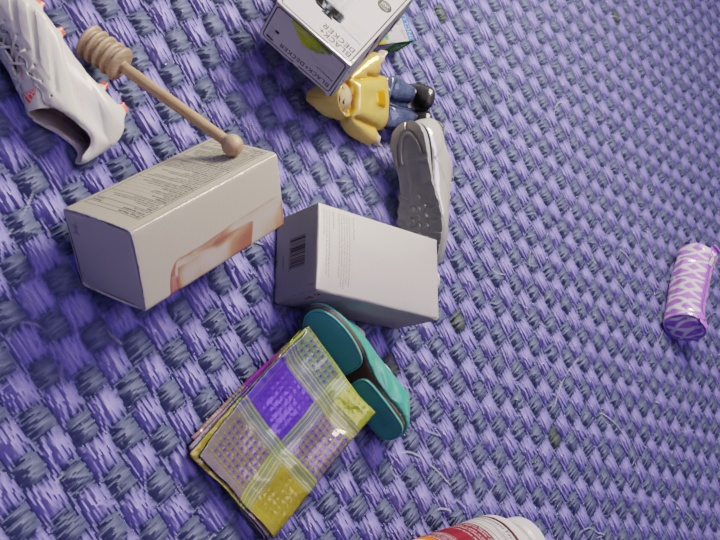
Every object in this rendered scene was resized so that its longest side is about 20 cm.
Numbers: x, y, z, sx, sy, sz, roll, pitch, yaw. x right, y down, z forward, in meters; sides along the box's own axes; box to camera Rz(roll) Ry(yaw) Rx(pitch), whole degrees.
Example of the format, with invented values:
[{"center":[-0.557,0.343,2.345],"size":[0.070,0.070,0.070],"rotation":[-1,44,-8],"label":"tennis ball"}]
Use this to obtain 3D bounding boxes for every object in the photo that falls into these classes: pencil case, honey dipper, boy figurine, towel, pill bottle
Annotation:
[{"center":[0.631,0.038,1.620],"size":[0.084,0.085,0.201],"rotation":[44,52,-26],"label":"pencil case"},{"center":[-0.201,-0.179,0.868],"size":[0.199,0.038,0.038],"rotation":[36,50,6],"label":"honey dipper"},{"center":[0.013,-0.229,1.121],"size":[0.199,0.064,0.126],"rotation":[0,101,-48],"label":"boy figurine"},{"center":[-0.080,0.175,0.928],"size":[0.200,0.023,0.144],"rotation":[-45,108,-31],"label":"towel"},{"center":[0.138,0.363,1.033],"size":[0.198,0.112,0.115],"rotation":[-1,78,-43],"label":"pill bottle"}]

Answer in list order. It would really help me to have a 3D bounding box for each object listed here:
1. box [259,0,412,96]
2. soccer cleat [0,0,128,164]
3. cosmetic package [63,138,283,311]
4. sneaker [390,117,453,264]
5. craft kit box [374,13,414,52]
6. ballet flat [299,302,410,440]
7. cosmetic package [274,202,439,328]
[{"center":[-0.021,-0.319,1.052],"size":[0.116,0.060,0.201],"rotation":[41,52,-5],"label":"box"},{"center":[-0.309,-0.193,0.816],"size":[0.200,0.069,0.078],"rotation":[50,52,-24],"label":"soccer cleat"},{"center":[-0.179,-0.053,0.854],"size":[0.199,0.102,0.088],"rotation":[-35,132,-42],"label":"cosmetic package"},{"center":[0.096,-0.102,1.147],"size":[0.080,0.076,0.203],"rotation":[-16,106,-52],"label":"sneaker"},{"center":[-0.031,-0.389,1.154],"size":[0.196,0.048,0.202],"rotation":[-21,92,-47],"label":"craft kit box"},{"center":[-0.005,0.112,1.021],"size":[0.201,0.067,0.071],"rotation":[56,23,-16],"label":"ballet flat"},{"center":[0.000,0.000,1.034],"size":[0.198,0.084,0.109],"rotation":[17,67,-40],"label":"cosmetic package"}]
